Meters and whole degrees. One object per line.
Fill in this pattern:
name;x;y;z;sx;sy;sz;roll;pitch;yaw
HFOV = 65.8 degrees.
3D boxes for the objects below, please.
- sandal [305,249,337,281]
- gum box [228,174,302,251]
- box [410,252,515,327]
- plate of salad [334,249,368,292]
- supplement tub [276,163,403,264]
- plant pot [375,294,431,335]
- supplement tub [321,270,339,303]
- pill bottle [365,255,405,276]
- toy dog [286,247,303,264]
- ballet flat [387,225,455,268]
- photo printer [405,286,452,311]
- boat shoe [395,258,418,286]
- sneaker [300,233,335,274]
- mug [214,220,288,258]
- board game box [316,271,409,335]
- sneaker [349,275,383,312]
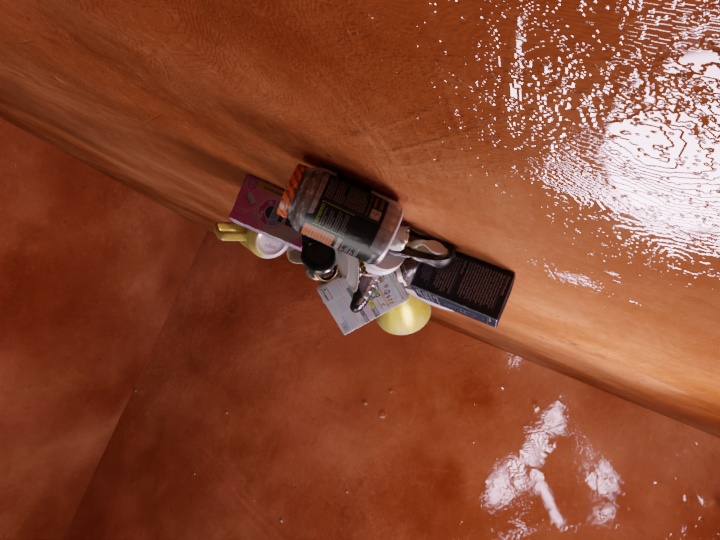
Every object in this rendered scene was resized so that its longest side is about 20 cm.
sandal;-0.087;-0.003;1.430;0.080;0.054;0.200;-1;164;-25
gum box;-0.210;-0.139;1.345;0.200;0.114;0.066;23;174;1
box;0.227;0.035;1.231;0.200;0.107;0.148;23;174;15
plate of salad;-0.022;-0.055;1.163;0.048;0.200;0.200;-10;-179;-13
supplement tub;-0.036;-0.101;0.972;0.200;0.123;0.123;25;174;-7
plant pot;0.136;0.097;1.892;0.200;0.200;0.142;21;149;25
supplement tub;-0.018;0.032;1.702;0.144;0.200;0.144;23;174;2
pill bottle;0.038;-0.043;1.259;0.109;0.110;0.200;24;174;-9
toy dog;-0.108;-0.075;1.553;0.194;0.140;0.200;5;176;-2
ballet flat;0.103;-0.059;1.132;0.200;0.068;0.068;14;165;-8
photo printer;0.214;0.061;1.690;0.200;0.070;0.166;28;172;-38
boat shoe;0.132;0.000;1.475;0.060;0.072;0.201;-16;176;9
sneaker;-0.100;-0.086;1.200;0.076;0.200;0.114;-9;137;0
mug;-0.266;-0.094;1.457;0.150;0.186;0.153;62;171;-32
board game box;0.007;0.056;1.478;0.148;0.200;0.064;60;-173;-10
sneaker;0.000;0.000;1.400;0.115;0.200;0.075;30;170;9
